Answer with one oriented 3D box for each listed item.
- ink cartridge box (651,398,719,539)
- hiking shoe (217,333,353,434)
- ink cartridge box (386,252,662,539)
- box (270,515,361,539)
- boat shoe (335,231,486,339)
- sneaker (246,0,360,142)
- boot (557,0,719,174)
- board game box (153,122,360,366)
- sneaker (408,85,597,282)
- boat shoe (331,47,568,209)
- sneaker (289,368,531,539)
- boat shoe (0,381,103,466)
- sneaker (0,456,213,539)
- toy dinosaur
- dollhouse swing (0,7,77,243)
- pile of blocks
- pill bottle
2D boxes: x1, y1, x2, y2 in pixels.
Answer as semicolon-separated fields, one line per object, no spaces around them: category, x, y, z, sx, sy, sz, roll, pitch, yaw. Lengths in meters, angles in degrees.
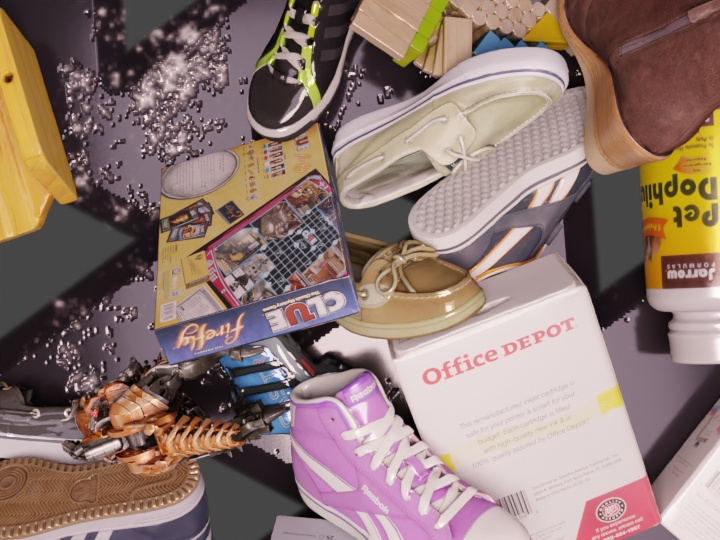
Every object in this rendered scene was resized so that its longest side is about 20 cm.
ink cartridge box;0.323;0.141;0.791;0.116;0.067;0.201;39;92;2
hiking shoe;-0.078;0.083;0.802;0.198;0.074;0.088;31;87;2
ink cartridge box;0.117;0.109;0.763;0.143;0.084;0.203;-20;108;2
box;0.010;0.279;0.769;0.153;0.041;0.203;5;117;5
boat shoe;0.001;-0.001;0.756;0.073;0.199;0.064;-32;120;-36
sneaker;-0.040;-0.199;0.795;0.071;0.083;0.202;25;85;25
boot;0.211;-0.177;0.708;0.071;0.166;0.203;11;66;-24
board game box;-0.079;-0.027;0.754;0.133;0.201;0.035;-15;128;3
sneaker;0.125;-0.061;0.801;0.199;0.078;0.080;-36;132;-12
boat shoe;0.065;-0.099;0.769;0.198;0.072;0.063;-21;56;32
sneaker;0.023;0.131;0.695;0.198;0.072;0.116;16;125;36
boat shoe;-0.266;0.118;0.818;0.196;0.069;0.058;7;81;-4
sneaker;-0.207;0.197;0.787;0.196;0.071;0.110;-6;133;4
toy dinosaur;-0.130;0.105;0.718;0.134;0.199;0.104;-25;125;-31
dollhouse swing;-0.347;-0.104;0.766;0.197;0.176;0.185;-18;88;1
pile of blocks;0.082;-0.178;0.799;0.196;0.062;0.084;5;86;-15
pill bottle;0.265;-0.035;0.775;0.107;0.109;0.204;-3;89;2
